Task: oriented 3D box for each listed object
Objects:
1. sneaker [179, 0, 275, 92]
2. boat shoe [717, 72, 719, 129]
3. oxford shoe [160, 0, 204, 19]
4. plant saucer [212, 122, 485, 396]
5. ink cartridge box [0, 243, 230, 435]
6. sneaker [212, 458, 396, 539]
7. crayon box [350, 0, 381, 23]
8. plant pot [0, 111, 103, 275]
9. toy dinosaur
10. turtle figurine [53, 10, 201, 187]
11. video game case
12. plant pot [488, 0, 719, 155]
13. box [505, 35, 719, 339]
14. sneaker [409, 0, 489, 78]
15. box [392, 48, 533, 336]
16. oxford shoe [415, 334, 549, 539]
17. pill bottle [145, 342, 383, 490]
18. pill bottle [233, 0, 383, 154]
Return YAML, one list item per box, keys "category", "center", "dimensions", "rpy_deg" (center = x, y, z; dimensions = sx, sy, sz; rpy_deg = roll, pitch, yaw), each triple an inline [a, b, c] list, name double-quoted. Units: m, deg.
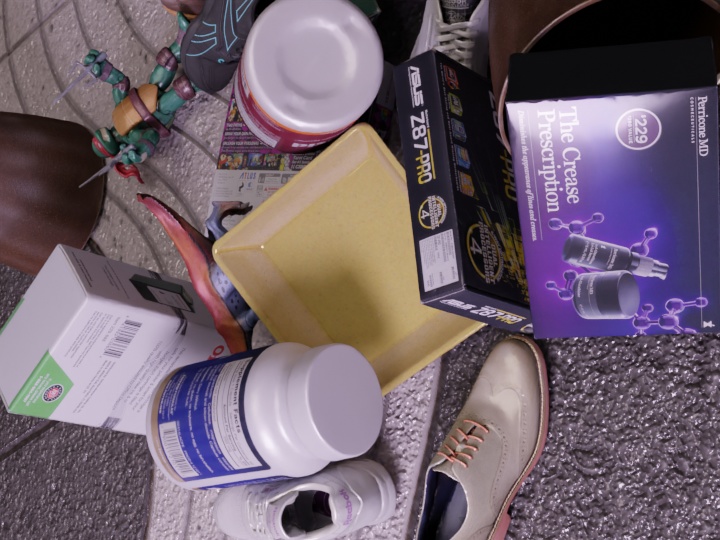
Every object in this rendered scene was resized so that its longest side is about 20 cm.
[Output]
- category: "sneaker"
  center: [-0.120, -0.235, 1.221]
  dimensions: [0.079, 0.075, 0.200]
  rpy_deg: [45, 143, 13]
- category: "boat shoe"
  center: [0.310, -0.129, 0.913]
  dimensions: [0.200, 0.072, 0.060]
  rpy_deg: [-41, 53, 17]
- category: "oxford shoe"
  center: [-0.154, -0.319, 1.339]
  dimensions: [0.199, 0.073, 0.072]
  rpy_deg: [-6, 76, 39]
- category: "plant saucer"
  center: [0.000, 0.000, 1.102]
  dimensions: [0.199, 0.048, 0.201]
  rpy_deg: [-37, 92, 25]
- category: "ink cartridge box"
  center: [-0.238, 0.075, 1.226]
  dimensions: [0.146, 0.199, 0.084]
  rpy_deg: [-52, 50, 16]
- category: "sneaker"
  center: [-0.069, 0.206, 1.114]
  dimensions: [0.199, 0.099, 0.076]
  rpy_deg: [-16, 86, 36]
- category: "crayon box"
  center: [-0.054, -0.304, 1.169]
  dimensions: [0.050, 0.127, 0.201]
  rpy_deg: [-26, 90, -7]
- category: "plant pot"
  center: [-0.428, -0.104, 1.421]
  dimensions: [0.186, 0.199, 0.189]
  rpy_deg: [-10, 74, 37]
- category: "toy dinosaur"
  center: [-0.131, 0.029, 1.186]
  dimensions: [0.105, 0.198, 0.183]
  rpy_deg: [177, 97, -66]
- category: "turtle figurine"
  center: [-0.242, -0.181, 1.361]
  dimensions: [0.200, 0.101, 0.150]
  rpy_deg: [-40, 70, 6]
- category: "video game case"
  center: [-0.061, -0.113, 1.234]
  dimensions: [0.199, 0.036, 0.183]
  rpy_deg: [4, 81, 40]
- category: "plant pot"
  center: [0.176, -0.203, 0.989]
  dimensions: [0.187, 0.186, 0.201]
  rpy_deg: [-38, 42, 26]
- category: "box"
  center: [0.183, -0.054, 0.889]
  dimensions: [0.140, 0.201, 0.079]
  rpy_deg: [-4, 35, 12]
- category: "sneaker"
  center: [0.079, -0.196, 1.084]
  dimensions: [0.076, 0.081, 0.202]
  rpy_deg: [5, 100, 3]
- category: "box"
  center: [0.098, -0.058, 1.008]
  dimensions: [0.049, 0.161, 0.202]
  rpy_deg: [-20, 66, 33]
- category: "oxford shoe"
  center: [0.098, 0.148, 1.012]
  dimensions: [0.070, 0.074, 0.202]
  rpy_deg: [13, 87, 40]
- category: "pill bottle"
  center: [-0.084, 0.126, 1.089]
  dimensions: [0.199, 0.115, 0.117]
  rpy_deg: [-15, 70, 39]
- category: "pill bottle"
  center: [-0.051, -0.162, 1.083]
  dimensions: [0.200, 0.113, 0.115]
  rpy_deg: [168, 116, -81]
